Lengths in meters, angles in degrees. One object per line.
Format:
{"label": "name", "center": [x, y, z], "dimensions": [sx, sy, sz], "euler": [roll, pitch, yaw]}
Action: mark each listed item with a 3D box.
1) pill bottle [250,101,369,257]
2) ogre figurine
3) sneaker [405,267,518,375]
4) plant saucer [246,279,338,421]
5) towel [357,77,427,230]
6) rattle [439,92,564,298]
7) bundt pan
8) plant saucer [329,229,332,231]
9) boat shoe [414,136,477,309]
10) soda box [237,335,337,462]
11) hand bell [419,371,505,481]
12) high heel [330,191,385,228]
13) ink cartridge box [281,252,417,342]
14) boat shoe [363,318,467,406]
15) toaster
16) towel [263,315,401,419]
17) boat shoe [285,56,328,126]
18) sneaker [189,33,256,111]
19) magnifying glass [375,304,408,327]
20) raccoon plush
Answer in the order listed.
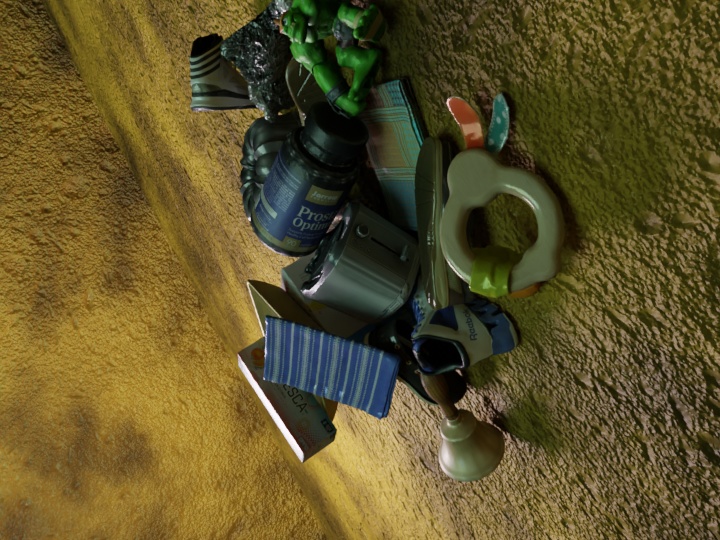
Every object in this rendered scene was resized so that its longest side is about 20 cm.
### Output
{"label": "pill bottle", "center": [-0.069, -0.123, 0.918], "dimensions": [0.112, 0.111, 0.201], "euler": [51, 132, 22]}
{"label": "ogre figurine", "center": [-0.030, -0.282, 0.785], "dimensions": [0.119, 0.098, 0.200], "euler": [36, 166, 15]}
{"label": "sneaker", "center": [0.099, 0.070, 0.889], "dimensions": [0.199, 0.114, 0.081], "euler": [33, 145, 51]}
{"label": "plant saucer", "center": [-0.100, 0.124, 1.097], "dimensions": [0.200, 0.048, 0.201], "euler": [40, 151, 39]}
{"label": "towel", "center": [0.050, -0.142, 0.867], "dimensions": [0.146, 0.022, 0.202], "euler": [14, 129, 61]}
{"label": "rattle", "center": [0.151, -0.076, 0.712], "dimensions": [0.130, 0.142, 0.202], "euler": [-26, 76, 37]}
{"label": "bundt pan", "center": [-0.152, -0.163, 1.111], "dimensions": [0.201, 0.075, 0.205], "euler": [-179, 90, -68]}
{"label": "plant saucer", "center": [-0.106, -0.125, 1.222], "dimensions": [0.201, 0.036, 0.201], "euler": [49, 156, 30]}
{"label": "boat shoe", "center": [0.105, -0.056, 0.794], "dimensions": [0.072, 0.065, 0.204], "euler": [-142, 47, -74]}
{"label": "soda box", "center": [-0.121, 0.204, 1.087], "dimensions": [0.201, 0.068, 0.064], "euler": [53, 158, 19]}
{"label": "hand bell", "center": [0.127, 0.196, 0.949], "dimensions": [0.104, 0.104, 0.201], "euler": [30, 154, 53]}
{"label": "high heel", "center": [-0.035, -0.117, 1.034], "dimensions": [0.200, 0.071, 0.143], "euler": [46, 150, 24]}
{"label": "ink cartridge box", "center": [-0.024, 0.069, 1.122], "dimensions": [0.201, 0.144, 0.148], "euler": [53, 159, 18]}
{"label": "boat shoe", "center": [0.094, 0.138, 0.979], "dimensions": [0.201, 0.063, 0.074], "euler": [37, -144, -31]}
{"label": "toaster", "center": [0.000, 0.000, 0.954], "dimensions": [0.128, 0.115, 0.200], "euler": [27, 150, -10]}
{"label": "towel", "center": [-0.045, 0.141, 0.958], "dimensions": [0.198, 0.024, 0.146], "euler": [17, 136, 6]}
{"label": "boat shoe", "center": [-0.051, -0.216, 0.960], "dimensions": [0.065, 0.070, 0.202], "euler": [-88, -14, -55]}
{"label": "sneaker", "center": [-0.205, -0.318, 1.077], "dimensions": [0.075, 0.200, 0.117], "euler": [3, 105, 19]}
{"label": "magnifying glass", "center": [0.040, 0.035, 1.054], "dimensions": [0.022, 0.079, 0.202], "euler": [104, 143, -66]}
{"label": "raccoon plush", "center": [-0.126, -0.301, 0.984], "dimensions": [0.135, 0.096, 0.200], "euler": [58, 160, -14]}
